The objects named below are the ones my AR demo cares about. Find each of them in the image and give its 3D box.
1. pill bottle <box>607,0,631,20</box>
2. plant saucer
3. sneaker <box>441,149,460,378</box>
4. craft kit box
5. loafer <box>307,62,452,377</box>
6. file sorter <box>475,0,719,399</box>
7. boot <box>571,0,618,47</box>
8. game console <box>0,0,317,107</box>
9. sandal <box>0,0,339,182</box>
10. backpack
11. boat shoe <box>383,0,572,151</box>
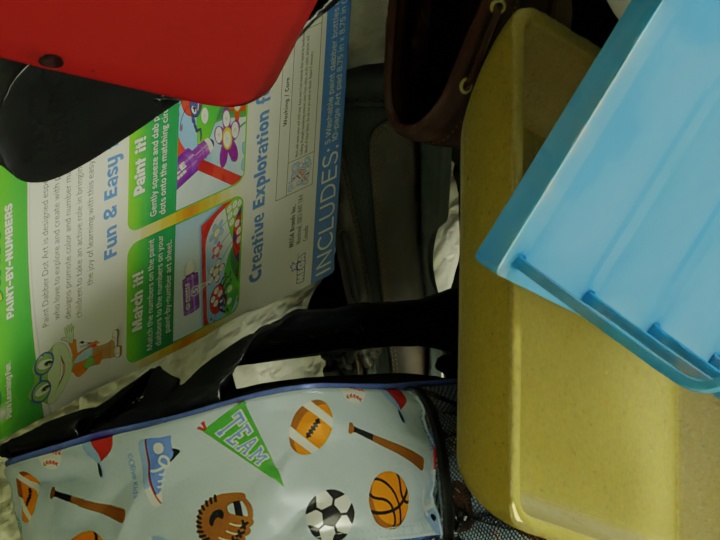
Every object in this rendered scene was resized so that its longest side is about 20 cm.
[{"bbox_3d":[0.160,-0.120,1.161,0.112,0.111,0.200,-57,141,2],"label":"pill bottle"},{"bbox_3d":[0.096,0.023,1.155,0.200,0.048,0.201,23,63,-50],"label":"plant saucer"},{"bbox_3d":[0.078,-0.007,1.264,0.076,0.079,0.201,-68,163,-52],"label":"sneaker"},{"bbox_3d":[-0.089,-0.051,1.117,0.197,0.048,0.201,-29,137,-38],"label":"craft kit box"},{"bbox_3d":[0.000,0.000,1.258,0.062,0.072,0.201,-6,122,-14],"label":"loafer"},{"bbox_3d":[0.170,-0.010,1.070,0.200,0.123,0.139,25,99,-49],"label":"file sorter"},{"bbox_3d":[0.105,-0.107,1.303,0.097,0.074,0.201,-44,145,-54],"label":"boot"},{"bbox_3d":[-0.096,-0.163,0.953,0.199,0.119,0.174,12,81,-18],"label":"game console"},{"bbox_3d":[-0.049,-0.091,1.057,0.200,0.043,0.076,-39,142,-22],"label":"sandal"},{"bbox_3d":[-0.041,0.102,1.139,0.199,0.155,0.190,-23,159,31],"label":"backpack"},{"bbox_3d":[0.050,-0.147,1.154,0.070,0.070,0.201,0,97,-43],"label":"boat shoe"}]
